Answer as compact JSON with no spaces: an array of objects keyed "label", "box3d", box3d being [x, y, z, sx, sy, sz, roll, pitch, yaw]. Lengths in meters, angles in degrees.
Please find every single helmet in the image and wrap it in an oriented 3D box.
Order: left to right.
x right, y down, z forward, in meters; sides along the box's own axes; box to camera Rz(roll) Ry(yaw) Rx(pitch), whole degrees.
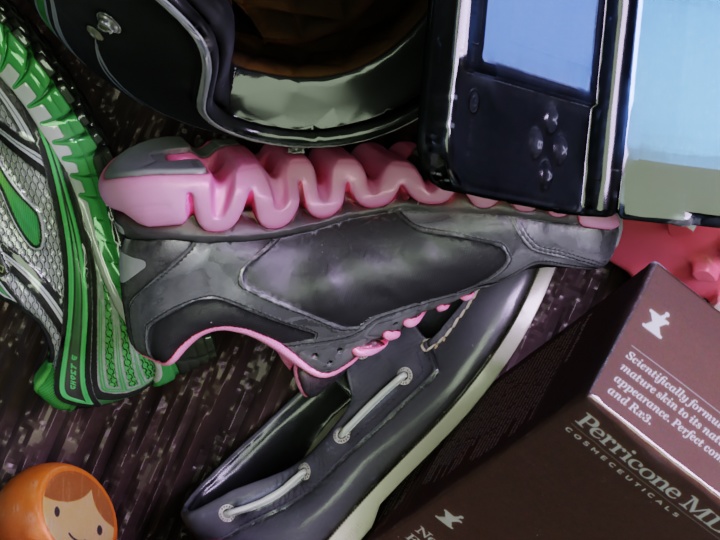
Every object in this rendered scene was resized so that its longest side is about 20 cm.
[{"label":"helmet","box3d":[-0.040,-0.142,0.920,0.200,0.191,0.200,-7,67,18]}]

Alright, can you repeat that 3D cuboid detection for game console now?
[{"label":"game console","box3d":[0.115,-0.118,0.874,0.116,0.176,0.200,5,88,30]}]

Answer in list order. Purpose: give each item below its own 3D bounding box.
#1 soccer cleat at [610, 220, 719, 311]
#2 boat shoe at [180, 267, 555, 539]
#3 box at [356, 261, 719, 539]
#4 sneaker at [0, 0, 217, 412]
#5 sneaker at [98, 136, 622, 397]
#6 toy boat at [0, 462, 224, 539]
[{"label":"soccer cleat","box3d":[0.170,-0.021,1.035,0.200,0.067,0.077,19,57,-1]},{"label":"boat shoe","box3d":[0.005,0.044,1.010,0.063,0.073,0.200,37,95,-12]},{"label":"box","box3d":[0.086,0.087,0.961,0.100,0.200,0.075,37,53,-7]},{"label":"sneaker","box3d":[-0.136,-0.033,0.979,0.085,0.078,0.200,-29,101,-2]},{"label":"sneaker","box3d":[0.000,0.000,0.956,0.200,0.079,0.096,0,101,-9]},{"label":"toy boat","box3d":[-0.121,0.136,0.990,0.200,0.131,0.131,-8,57,12]}]
